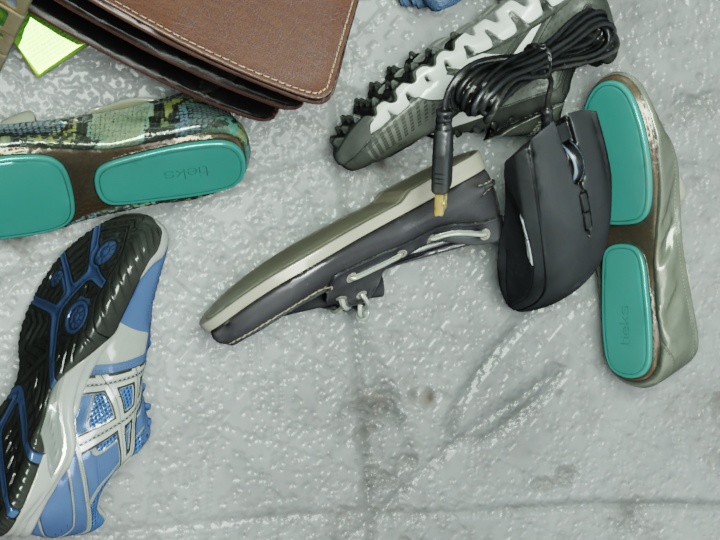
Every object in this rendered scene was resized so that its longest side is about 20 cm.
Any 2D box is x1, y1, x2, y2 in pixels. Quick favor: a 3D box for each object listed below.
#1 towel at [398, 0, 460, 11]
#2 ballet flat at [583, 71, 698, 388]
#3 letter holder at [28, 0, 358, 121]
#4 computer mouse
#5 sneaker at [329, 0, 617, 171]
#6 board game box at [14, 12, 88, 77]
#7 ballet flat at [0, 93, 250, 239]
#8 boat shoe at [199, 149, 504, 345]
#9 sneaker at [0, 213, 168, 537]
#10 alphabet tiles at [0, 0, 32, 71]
[{"bbox_3d":[0.035,-0.261,0.791,0.111,0.049,0.201,-29,103,-7],"label":"towel"},{"bbox_3d":[0.180,-0.028,0.863,0.063,0.067,0.202,-15,104,-38],"label":"ballet flat"},{"bbox_3d":[-0.109,-0.148,0.691,0.199,0.101,0.143,26,52,-18],"label":"letter holder"},{"bbox_3d":[0.099,-0.041,0.786,0.140,0.046,0.201,-24,132,-32],"label":"computer mouse"},{"bbox_3d":[0.077,-0.108,0.816,0.199,0.066,0.091,-37,103,-7],"label":"sneaker"},{"bbox_3d":[-0.198,-0.218,0.755,0.095,0.030,0.201,-34,107,-8],"label":"board game box"},{"bbox_3d":[-0.163,-0.063,0.771,0.198,0.074,0.075,-7,101,-16],"label":"ballet flat"},{"bbox_3d":[0.000,0.000,0.813,0.199,0.073,0.063,-31,101,-11],"label":"boat shoe"},{"bbox_3d":[-0.158,0.063,0.796,0.077,0.075,0.201,24,91,-41],"label":"sneaker"},{"bbox_3d":[-0.264,-0.165,0.680,0.199,0.167,0.008,29,72,-15],"label":"alphabet tiles"}]
